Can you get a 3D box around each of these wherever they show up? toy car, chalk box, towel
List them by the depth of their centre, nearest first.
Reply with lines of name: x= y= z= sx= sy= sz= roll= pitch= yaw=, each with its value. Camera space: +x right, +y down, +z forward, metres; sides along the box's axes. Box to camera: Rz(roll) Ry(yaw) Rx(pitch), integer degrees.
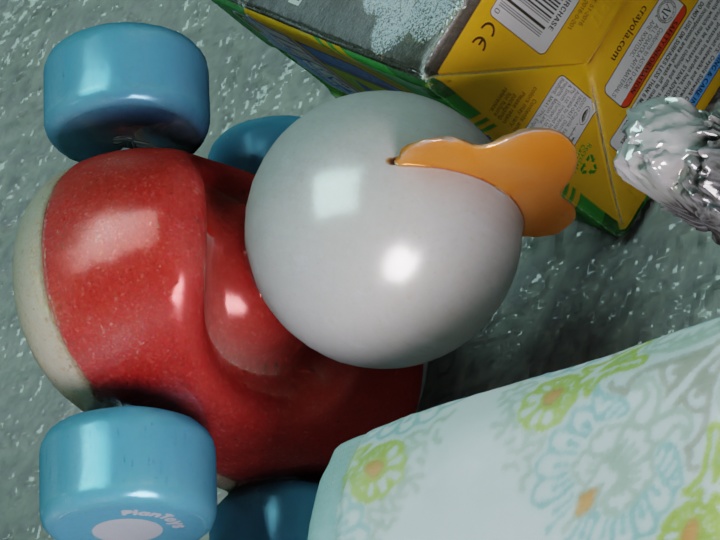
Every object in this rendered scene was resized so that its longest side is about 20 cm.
towel: x=0.054 y=0.122 z=0.842 sx=0.171 sy=0.048 sz=0.201 roll=-18 pitch=54 yaw=35
toy car: x=0.000 y=0.000 z=0.996 sx=0.200 sy=0.177 sz=0.185 roll=-19 pitch=59 yaw=33
chalk box: x=0.037 y=-0.115 z=1.086 sx=0.125 sy=0.124 sz=0.200 roll=-57 pitch=38 yaw=-3

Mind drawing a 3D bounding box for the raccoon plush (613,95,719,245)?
raccoon plush: x=0.193 y=-0.040 z=0.837 sx=0.134 sy=0.200 sz=0.097 roll=-59 pitch=7 yaw=-8
